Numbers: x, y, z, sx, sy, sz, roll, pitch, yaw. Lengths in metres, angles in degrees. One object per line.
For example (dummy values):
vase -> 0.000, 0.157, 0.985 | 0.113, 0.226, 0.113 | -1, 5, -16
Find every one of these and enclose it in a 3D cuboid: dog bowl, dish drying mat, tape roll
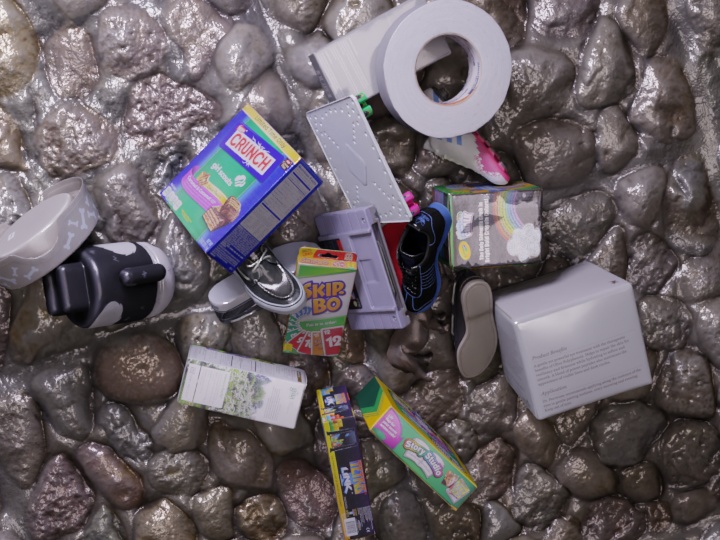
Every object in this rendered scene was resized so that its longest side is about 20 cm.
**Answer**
dog bowl -> -0.478, -0.053, 1.326 | 0.199, 0.200, 0.059 | -36, 118, 0
dish drying mat -> 0.048, -0.018, 1.466 | 0.076, 0.018, 0.202 | 14, 99, 27
tape roll -> 0.125, -0.303, 1.342 | 0.198, 0.066, 0.203 | -2, 102, -10

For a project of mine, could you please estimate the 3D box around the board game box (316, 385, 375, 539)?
board game box -> -0.025, 0.310, 1.456 | 0.056, 0.165, 0.202 | -10, 101, -3

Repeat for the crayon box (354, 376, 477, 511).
crayon box -> 0.087, 0.280, 1.462 | 0.200, 0.173, 0.058 | 44, 92, -12

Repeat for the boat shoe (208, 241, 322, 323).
boat shoe -> -0.148, 0.023, 1.445 | 0.199, 0.072, 0.068 | -31, 137, -15

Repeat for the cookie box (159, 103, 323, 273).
cookie box -> -0.184, -0.128, 1.359 | 0.200, 0.171, 0.075 | -45, 143, 1

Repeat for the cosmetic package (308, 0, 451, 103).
cosmetic package -> 0.029, -0.340, 1.394 | 0.199, 0.090, 0.108 | -28, 103, -5

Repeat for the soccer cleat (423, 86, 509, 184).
soccer cleat -> 0.156, -0.203, 1.438 | 0.086, 0.070, 0.200 | -40, 87, 14

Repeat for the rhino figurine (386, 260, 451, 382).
rhino figurine -> 0.103, 0.080, 1.488 | 0.087, 0.060, 0.202 | 15, 96, -13

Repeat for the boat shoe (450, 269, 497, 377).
boat shoe -> 0.186, 0.088, 1.494 | 0.072, 0.063, 0.202 | -13, 125, -14

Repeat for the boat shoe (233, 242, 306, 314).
boat shoe -> -0.163, -0.007, 1.377 | 0.199, 0.071, 0.072 | 37, 66, 27

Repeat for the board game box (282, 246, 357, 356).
board game box -> -0.066, 0.053, 1.436 | 0.094, 0.030, 0.202 | 6, 122, -10

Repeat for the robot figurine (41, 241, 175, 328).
robot figurine -> -0.378, 0.018, 1.352 | 0.199, 0.150, 0.126 | -8, 127, -47

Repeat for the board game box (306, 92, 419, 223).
board game box -> 0.002, -0.168, 1.365 | 0.026, 0.200, 0.201 | -30, 103, -19

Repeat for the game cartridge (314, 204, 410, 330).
game cartridge -> 0.000, 0.000, 1.432 | 0.038, 0.129, 0.202 | -29, 106, -44

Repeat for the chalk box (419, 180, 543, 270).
chalk box -> 0.182, -0.074, 1.440 | 0.198, 0.124, 0.126 | -3, 101, -6

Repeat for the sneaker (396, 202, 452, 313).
sneaker -> 0.085, -0.009, 1.379 | 0.078, 0.070, 0.202 | -30, 139, -42

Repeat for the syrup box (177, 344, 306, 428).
syrup box -> -0.192, 0.190, 1.457 | 0.198, 0.081, 0.080 | 14, 100, -10

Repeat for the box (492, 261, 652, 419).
box -> 0.333, 0.107, 1.451 | 0.197, 0.200, 0.173 | -17, 104, -3
